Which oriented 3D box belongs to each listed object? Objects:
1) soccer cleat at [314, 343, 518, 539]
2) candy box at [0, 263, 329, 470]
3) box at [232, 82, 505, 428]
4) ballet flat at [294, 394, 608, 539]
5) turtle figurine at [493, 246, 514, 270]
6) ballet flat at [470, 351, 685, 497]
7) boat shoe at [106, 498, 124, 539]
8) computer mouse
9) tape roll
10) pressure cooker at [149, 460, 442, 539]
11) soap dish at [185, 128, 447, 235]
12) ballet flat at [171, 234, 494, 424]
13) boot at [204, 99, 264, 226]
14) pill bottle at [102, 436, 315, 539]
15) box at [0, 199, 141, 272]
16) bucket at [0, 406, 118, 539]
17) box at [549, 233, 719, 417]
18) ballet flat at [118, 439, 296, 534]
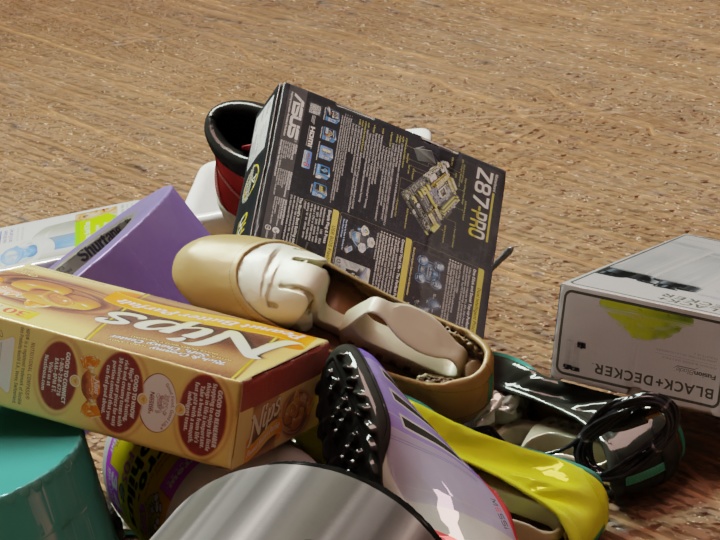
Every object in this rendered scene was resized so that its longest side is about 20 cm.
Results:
[{"bbox_3d":[0.038,0.123,1.559,0.073,0.068,0.200,-7,52,-30],"label":"soccer cleat"},{"bbox_3d":[-0.132,0.051,1.602,0.199,0.055,0.115,15,16,21],"label":"candy box"},{"bbox_3d":[0.000,0.000,1.741,0.161,0.049,0.200,19,56,-15],"label":"box"},{"bbox_3d":[0.042,0.117,1.620,0.199,0.067,0.067,18,43,6],"label":"ballet flat"},{"bbox_3d":[-0.006,0.002,1.921,0.144,0.201,0.194,12,2,-25],"label":"turtle figurine"},{"bbox_3d":[0.103,0.093,1.722,0.068,0.068,0.200,-34,28,-32],"label":"ballet flat"},{"bbox_3d":[-0.221,0.134,1.770,0.074,0.074,0.200,-26,23,-36],"label":"boat shoe"},{"bbox_3d":[0.096,0.104,1.665,0.200,0.059,0.034,-14,8,26],"label":"computer mouse"},{"bbox_3d":[-0.176,0.038,1.879,0.200,0.085,0.200,-37,8,6],"label":"tape roll"},{"bbox_3d":[-0.050,0.200,1.327,0.178,0.176,0.200,-8,15,19],"label":"pressure cooker"},{"bbox_3d":[-0.032,-0.038,2.151,0.199,0.081,0.157,-8,19,7],"label":"soap dish"},{"bbox_3d":[-0.011,0.022,1.644,0.200,0.063,0.069,24,62,0],"label":"ballet flat"},{"bbox_3d":[-0.019,-0.044,1.990,0.200,0.144,0.073,27,70,14],"label":"boot"},{"bbox_3d":[-0.074,0.135,1.637,0.104,0.105,0.200,-17,19,-17],"label":"pill bottle"},{"bbox_3d":[-0.242,0.030,2.038,0.199,0.102,0.113,-11,18,-1],"label":"box"},{"bbox_3d":[-0.225,0.167,1.581,0.207,0.135,0.207,-11,17,3],"label":"bucket"},{"bbox_3d":[0.209,0.031,1.753,0.116,0.060,0.200,13,15,27],"label":"box"},{"bbox_3d":[-0.065,0.106,1.779,0.199,0.072,0.072,-15,19,-8],"label":"ballet flat"}]
